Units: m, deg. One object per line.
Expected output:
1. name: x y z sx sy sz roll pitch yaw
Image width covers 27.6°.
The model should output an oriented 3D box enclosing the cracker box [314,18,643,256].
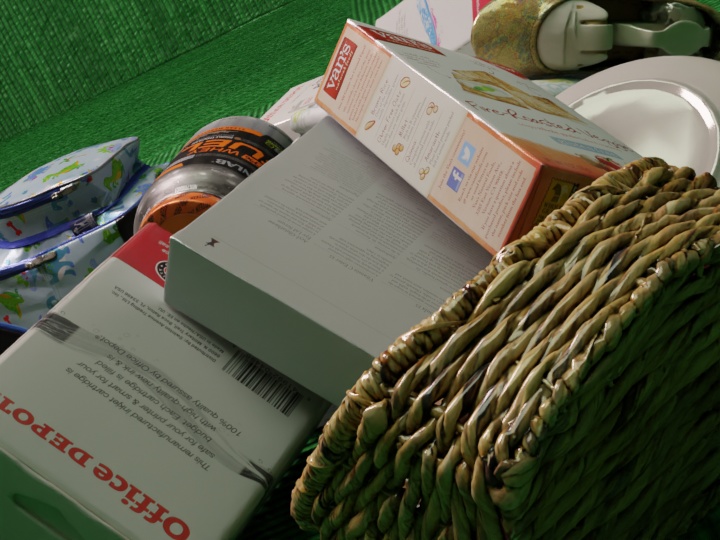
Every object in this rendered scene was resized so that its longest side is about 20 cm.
1. cracker box: 0.080 -0.065 0.803 0.133 0.058 0.200 9 22 -37

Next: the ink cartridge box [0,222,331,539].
1. ink cartridge box: -0.112 0.084 0.760 0.084 0.144 0.200 -59 -5 35

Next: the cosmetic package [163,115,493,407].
1. cosmetic package: 0.019 0.009 0.781 0.199 0.052 0.151 30 41 18

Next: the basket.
1. basket: 0.071 0.034 0.602 0.200 0.143 0.149 -36 42 -29

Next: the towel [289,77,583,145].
1. towel: 0.056 -0.106 1.061 0.170 0.049 0.200 -10 6 -23

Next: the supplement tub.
1. supplement tub: -0.115 -0.046 1.217 0.122 0.123 0.200 -21 18 15

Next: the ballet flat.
1. ballet flat: 0.176 -0.167 1.034 0.199 0.071 0.071 -3 7 -24

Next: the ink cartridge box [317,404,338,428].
1. ink cartridge box: -0.076 0.077 0.926 0.199 0.044 0.094 -21 19 18

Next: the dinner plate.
1. dinner plate: 0.152 -0.056 0.865 0.199 0.024 0.201 -20 46 23

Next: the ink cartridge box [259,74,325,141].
1. ink cartridge box: 0.004 -0.149 1.418 0.199 0.083 0.147 -17 19 26

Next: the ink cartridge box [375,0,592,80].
1. ink cartridge box: 0.119 -0.185 1.169 0.147 0.086 0.200 10 -17 -29

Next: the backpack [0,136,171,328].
1. backpack: -0.258 -0.027 1.331 0.199 0.148 0.183 -25 14 13

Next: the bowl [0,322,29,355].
1. bowl: -0.199 0.106 0.779 0.039 0.200 0.201 -59 -6 37
